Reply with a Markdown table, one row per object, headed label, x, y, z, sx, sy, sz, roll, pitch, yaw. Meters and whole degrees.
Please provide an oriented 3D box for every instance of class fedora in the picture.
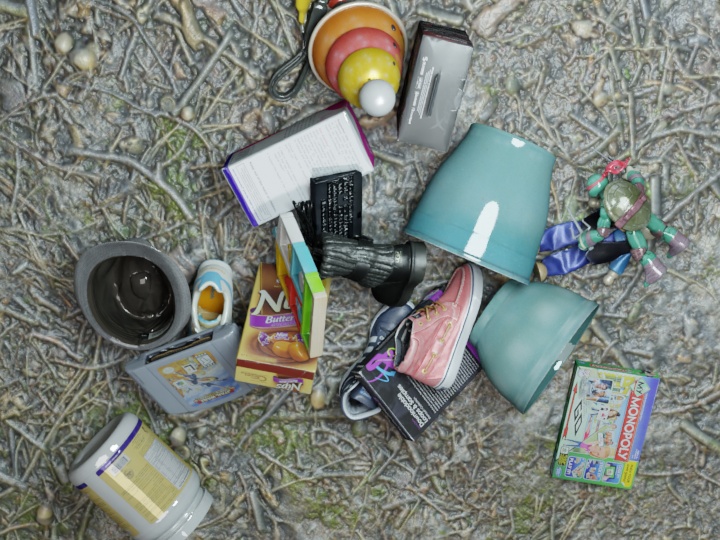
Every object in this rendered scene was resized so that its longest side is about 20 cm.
| label | x | y | z | sx | sy | sz | roll | pitch | yaw |
| --- | --- | --- | --- | --- | --- | --- | --- | --- | --- |
| fedora | -0.342 | 0.022 | 1.751 | 0.176 | 0.090 | 0.201 | -9 | 119 | 7 |

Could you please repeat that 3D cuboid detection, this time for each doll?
| label | x | y | z | sx | sy | sz | roll | pitch | yaw |
| --- | --- | --- | --- | --- | --- | --- | --- | --- | --- |
| doll | 0.358 | -0.041 | 1.735 | 0.199 | 0.048 | 0.137 | -18 | 98 | 1 |

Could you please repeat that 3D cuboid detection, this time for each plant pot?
| label | x | y | z | sx | sy | sz | roll | pitch | yaw |
| --- | --- | --- | --- | --- | --- | --- | --- | --- | --- |
| plant pot | 0.188 | -0.103 | 1.653 | 0.199 | 0.200 | 0.189 | 23 | 92 | -6 |
| plant pot | 0.248 | 0.096 | 1.723 | 0.134 | 0.200 | 0.201 | 36 | 107 | 15 |

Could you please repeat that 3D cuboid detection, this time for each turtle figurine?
| label | x | y | z | sx | sy | sz | roll | pitch | yaw |
| --- | --- | --- | --- | --- | --- | --- | --- | --- | --- |
| turtle figurine | 0.381 | -0.081 | 1.667 | 0.150 | 0.101 | 0.200 | -44 | 90 | -3 |

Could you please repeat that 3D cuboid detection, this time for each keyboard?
| label | x | y | z | sx | sy | sz | roll | pitch | yaw |
| --- | --- | --- | --- | --- | --- | --- | --- | --- | --- |
| keyboard | -0.044 | -0.063 | 1.679 | 0.104 | 0.040 | 0.200 | -13 | 144 | -9 |

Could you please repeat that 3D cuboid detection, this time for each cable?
| label | x | y | z | sx | sy | sz | roll | pitch | yaw |
| --- | --- | --- | --- | --- | --- | --- | --- | --- | --- |
| cable | -0.069 | -0.336 | 1.666 | 0.097 | 0.050 | 0.200 | 12 | 121 | -20 |

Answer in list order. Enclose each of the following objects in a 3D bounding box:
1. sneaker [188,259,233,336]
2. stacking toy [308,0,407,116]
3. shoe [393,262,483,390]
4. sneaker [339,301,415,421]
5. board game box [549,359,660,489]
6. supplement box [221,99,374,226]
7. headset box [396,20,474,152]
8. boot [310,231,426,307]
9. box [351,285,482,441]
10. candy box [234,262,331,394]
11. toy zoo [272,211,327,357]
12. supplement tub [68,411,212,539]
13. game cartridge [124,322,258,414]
| label | x | y | z | sx | sy | sz | roll | pitch | yaw |
| --- | --- | --- | --- | --- | --- | --- | --- | --- | --- |
| sneaker | -0.234 | 0.088 | 1.776 | 0.076 | 0.081 | 0.201 | 1 | 114 | 0 |
| stacking toy | 0.011 | -0.268 | 1.579 | 0.146 | 0.200 | 0.147 | -7 | 129 | -8 |
| shoe | 0.115 | 0.072 | 1.710 | 0.091 | 0.071 | 0.201 | 22 | 76 | -21 |
| sneaker | 0.029 | 0.144 | 1.773 | 0.070 | 0.109 | 0.200 | 28 | 107 | -8 |
| board game box | 0.391 | 0.249 | 1.840 | 0.134 | 0.029 | 0.201 | 9 | 108 | 0 |
| supplement box | -0.088 | -0.160 | 1.681 | 0.199 | 0.101 | 0.104 | -25 | 106 | 10 |
| headset box | 0.101 | -0.258 | 1.591 | 0.075 | 0.200 | 0.149 | 13 | 109 | -3 |
| boot | 0.000 | -0.003 | 1.677 | 0.157 | 0.211 | 0.080 | 1 | 72 | -10 |
| box | 0.098 | 0.142 | 1.756 | 0.200 | 0.036 | 0.143 | -43 | 105 | -23 |
| candy box | -0.114 | 0.083 | 1.710 | 0.116 | 0.200 | 0.057 | 10 | 134 | -2 |
| toy zoo | -0.091 | 0.009 | 1.654 | 0.020 | 0.200 | 0.131 | -11 | 139 | -16 |
| supplement tub | -0.349 | 0.341 | 1.829 | 0.145 | 0.145 | 0.200 | -41 | 103 | 13 |
| game cartridge | -0.246 | 0.157 | 1.770 | 0.199 | 0.042 | 0.133 | -21 | 126 | 18 |
